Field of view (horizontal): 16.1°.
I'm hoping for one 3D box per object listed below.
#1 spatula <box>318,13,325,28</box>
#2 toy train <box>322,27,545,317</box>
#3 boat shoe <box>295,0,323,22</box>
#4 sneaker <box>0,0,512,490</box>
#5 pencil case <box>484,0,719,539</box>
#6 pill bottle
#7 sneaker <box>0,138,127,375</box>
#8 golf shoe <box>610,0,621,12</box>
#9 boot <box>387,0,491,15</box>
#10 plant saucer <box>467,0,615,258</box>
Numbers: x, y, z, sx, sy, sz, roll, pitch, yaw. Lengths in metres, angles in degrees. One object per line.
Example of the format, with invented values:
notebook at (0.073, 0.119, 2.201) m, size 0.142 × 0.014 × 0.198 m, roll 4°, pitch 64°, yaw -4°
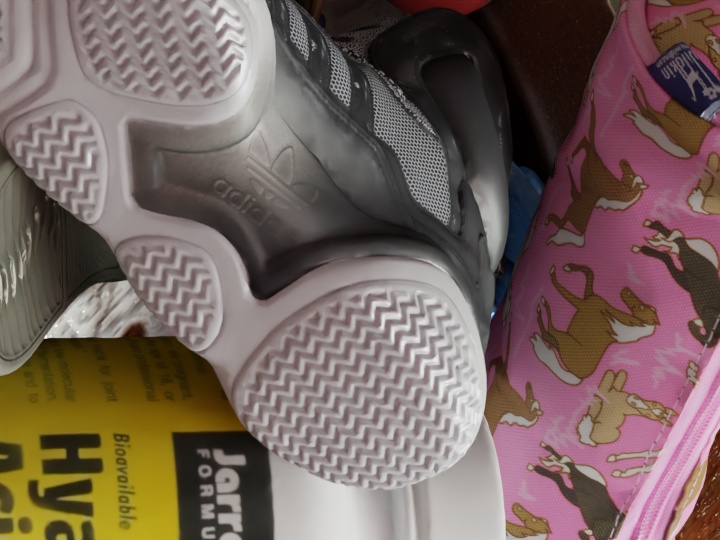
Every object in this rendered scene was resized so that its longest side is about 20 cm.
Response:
spatula at (0.004, -0.109, 0.804) m, size 0.200 × 0.021 × 0.056 m, roll -50°, pitch 153°, yaw 21°
toy train at (0.000, 0.000, 0.816) m, size 0.087 × 0.114 × 0.200 m, roll -37°, pitch 156°, yaw -16°
boat shoe at (-0.047, -0.131, 0.670) m, size 0.076 × 0.074 × 0.200 m, roll -45°, pitch 150°, yaw -14°
sneaker at (-0.027, -0.048, 0.642) m, size 0.200 × 0.075 × 0.114 m, roll 55°, pitch 33°, yaw -20°
pencil case at (0.079, 0.010, 0.704) m, size 0.087 × 0.082 × 0.201 m, roll -58°, pitch 172°, yaw -49°
pill bottle at (-0.067, 0.073, 0.685) m, size 0.199 × 0.112 × 0.112 m, roll -1°, pitch 129°, yaw -16°
sneaker at (-0.119, -0.029, 0.697) m, size 0.200 × 0.106 × 0.075 m, roll -49°, pitch 143°, yaw -72°
golf shoe at (0.164, -0.115, 0.922) m, size 0.199 × 0.092 × 0.073 m, roll -19°, pitch 129°, yaw -9°
boot at (0.012, -0.126, 0.684) m, size 0.145 × 0.072 × 0.201 m, roll -84°, pitch 171°, yaw -48°
plant saucer at (0.062, -0.026, 0.839) m, size 0.034 × 0.201 × 0.201 m, roll -19°, pitch 143°, yaw -8°
